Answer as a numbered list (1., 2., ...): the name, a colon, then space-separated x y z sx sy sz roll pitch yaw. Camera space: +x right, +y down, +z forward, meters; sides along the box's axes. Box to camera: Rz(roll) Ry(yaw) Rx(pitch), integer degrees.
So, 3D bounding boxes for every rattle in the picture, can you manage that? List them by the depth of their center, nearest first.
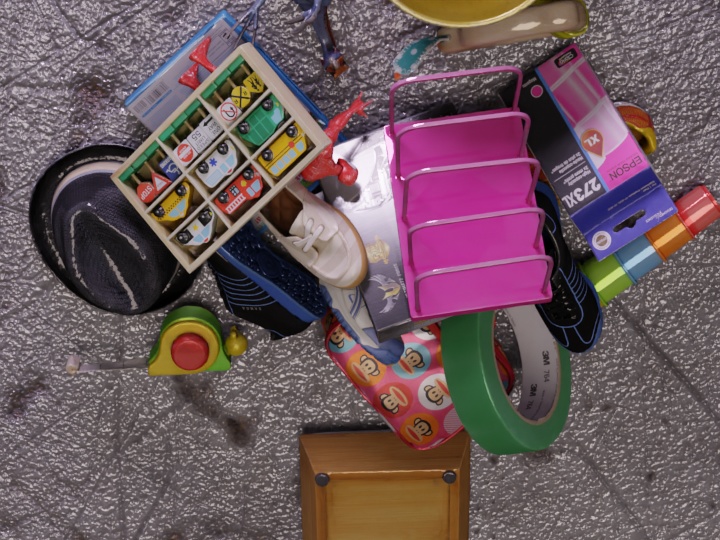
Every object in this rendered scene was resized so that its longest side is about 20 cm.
1. rattle: 0.114 -0.271 1.411 0.198 0.130 0.144 -5 113 22

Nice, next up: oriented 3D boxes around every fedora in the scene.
1. fedora: -0.254 -0.027 1.508 0.198 0.092 0.203 -1 117 -3

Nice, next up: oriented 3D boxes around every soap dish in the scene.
1. soap dish: 0.029 0.262 1.677 0.197 0.081 0.159 -1 117 -1

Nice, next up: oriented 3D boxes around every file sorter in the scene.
1. file sorter: 0.101 -0.075 1.372 0.137 0.202 0.126 -8 162 0

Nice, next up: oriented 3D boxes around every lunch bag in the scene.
1. lunch bag: 0.073 0.080 1.591 0.176 0.082 0.200 -36 112 10

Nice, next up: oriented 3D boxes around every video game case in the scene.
1. video game case: -0.122 -0.148 1.497 0.143 0.018 0.200 -39 112 15

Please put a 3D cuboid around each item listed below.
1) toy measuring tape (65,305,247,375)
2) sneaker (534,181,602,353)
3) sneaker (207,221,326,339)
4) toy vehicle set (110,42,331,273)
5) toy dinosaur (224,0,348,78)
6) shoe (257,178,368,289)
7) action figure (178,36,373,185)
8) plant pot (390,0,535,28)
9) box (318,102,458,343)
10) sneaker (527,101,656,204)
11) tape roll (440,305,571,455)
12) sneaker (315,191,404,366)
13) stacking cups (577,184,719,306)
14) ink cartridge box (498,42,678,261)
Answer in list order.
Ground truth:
1. toy measuring tape: -0.221 0.075 1.577 0.197 0.074 0.074 -2 117 -2
2. sneaker: 0.193 0.011 1.496 0.070 0.078 0.201 -15 114 26
3. sneaker: -0.128 0.002 1.528 0.078 0.070 0.200 -31 118 31
4. toy vehicle set: -0.137 -0.107 1.410 0.200 0.027 0.124 -41 91 25
5. toy dinosaur: -0.043 -0.280 1.398 0.200 0.105 0.181 -48 137 -1
6. shoe: -0.070 -0.053 1.439 0.053 0.200 0.070 -6 135 -52
7. action figure: -0.071 -0.163 1.444 0.199 0.099 0.065 39 142 1
8. plant pot: 0.091 -0.341 1.340 0.197 0.142 0.202 -1 117 -2
9. box: 0.056 -0.049 1.458 0.157 0.202 0.048 -19 162 -3
10. sneaker: 0.211 -0.105 1.503 0.199 0.077 0.073 -34 115 16
11. tape roll: 0.156 0.090 1.530 0.048 0.201 0.201 -13 120 33
12. sneaker: 0.000 0.000 1.499 0.088 0.075 0.201 -34 74 6
13. stacking cups: 0.297 -0.019 1.568 0.199 0.061 0.061 -36 113 9
14. ink cartridge box: 0.225 -0.119 1.450 0.094 0.037 0.201 -32 72 13
